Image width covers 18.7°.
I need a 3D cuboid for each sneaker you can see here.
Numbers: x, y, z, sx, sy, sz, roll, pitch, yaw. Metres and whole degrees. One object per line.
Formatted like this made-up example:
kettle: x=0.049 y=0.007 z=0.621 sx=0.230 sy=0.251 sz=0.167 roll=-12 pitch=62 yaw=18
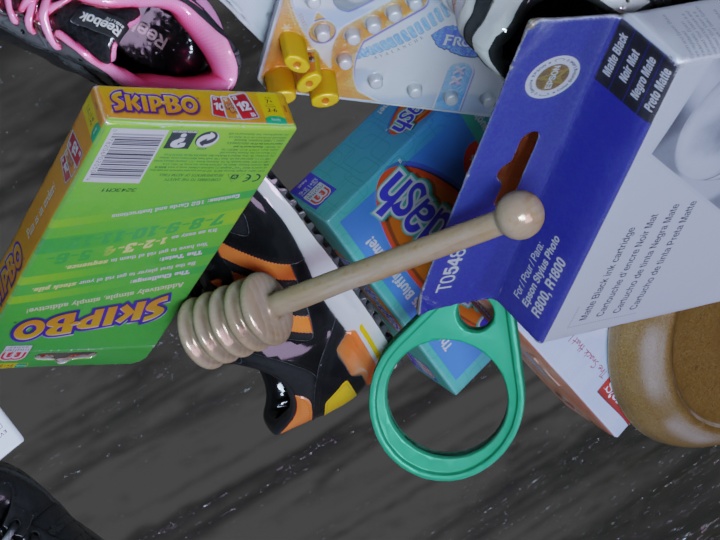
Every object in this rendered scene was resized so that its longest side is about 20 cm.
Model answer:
sneaker: x=-0.137 y=-0.124 z=0.972 sx=0.200 sy=0.095 sz=0.079 roll=21 pitch=100 yaw=-27
sneaker: x=-0.137 y=0.164 z=1.097 sx=0.200 sy=0.104 sz=0.060 roll=39 pitch=87 yaw=-38
sneaker: x=0.136 y=-0.132 z=0.990 sx=0.199 sy=0.080 sz=0.074 roll=-16 pitch=133 yaw=2
sneaker: x=-0.060 y=0.005 z=1.103 sx=0.090 sy=0.070 sz=0.200 roll=-39 pitch=124 yaw=-3

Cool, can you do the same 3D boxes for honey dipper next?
honey dipper: x=0.000 y=0.000 z=1.021 sx=0.038 sy=0.200 sz=0.038 roll=35 pitch=44 yaw=-43

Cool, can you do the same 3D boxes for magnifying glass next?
magnifying glass: x=0.061 y=0.013 z=1.102 sx=0.079 sy=0.022 sz=0.201 roll=19 pitch=108 yaw=3

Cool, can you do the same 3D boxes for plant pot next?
plant pot: x=0.220 y=0.013 z=1.198 sx=0.200 sy=0.027 sz=0.201 roll=-20 pitch=126 yaw=-30

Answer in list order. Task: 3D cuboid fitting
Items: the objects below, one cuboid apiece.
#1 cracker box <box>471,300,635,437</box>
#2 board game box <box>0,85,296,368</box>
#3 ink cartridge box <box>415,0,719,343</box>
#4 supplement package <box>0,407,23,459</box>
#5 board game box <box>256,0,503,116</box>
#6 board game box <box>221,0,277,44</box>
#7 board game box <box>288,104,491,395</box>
cracker box: x=0.156 y=-0.026 z=1.184 sx=0.200 sy=0.058 sz=0.134 roll=-49 pitch=133 yaw=-6
board game box: x=-0.113 y=-0.015 z=1.028 sx=0.095 sy=0.030 sz=0.200 roll=0 pitch=143 yaw=-31
ink cartridge box: x=0.142 y=-0.047 z=1.020 sx=0.199 sy=0.041 sz=0.200 roll=-11 pitch=144 yaw=-26
supplement package: x=-0.276 y=0.012 z=0.883 sx=0.147 sy=0.191 sz=0.200 roll=-40 pitch=126 yaw=-12
board game box: x=0.069 y=-0.147 z=1.035 sx=0.199 sy=0.026 sz=0.200 roll=6 pitch=133 yaw=-16
board game box: x=-0.015 y=-0.212 z=1.003 sx=0.200 sy=0.026 sz=0.200 roll=-32 pitch=130 yaw=19
board game box: x=0.076 y=-0.053 z=1.181 sx=0.200 sy=0.045 sz=0.152 roll=-45 pitch=129 yaw=-9
